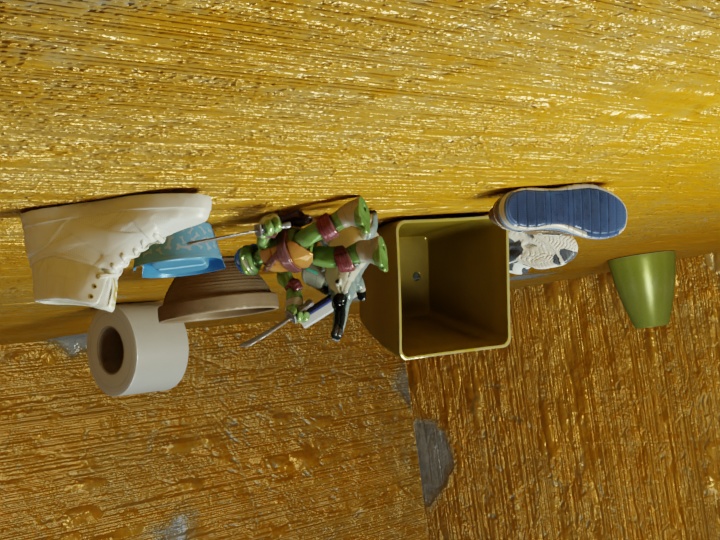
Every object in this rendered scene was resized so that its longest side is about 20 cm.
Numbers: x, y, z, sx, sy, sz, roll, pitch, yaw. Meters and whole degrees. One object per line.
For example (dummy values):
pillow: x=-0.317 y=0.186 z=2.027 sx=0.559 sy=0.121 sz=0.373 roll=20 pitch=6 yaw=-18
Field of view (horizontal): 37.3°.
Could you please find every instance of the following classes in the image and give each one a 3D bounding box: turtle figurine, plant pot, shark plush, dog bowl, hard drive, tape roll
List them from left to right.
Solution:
tape roll: x=-0.494 y=0.171 z=2.358 sx=0.202 sy=0.204 sz=0.139 roll=-12 pitch=172 yaw=43
dog bowl: x=-0.235 y=-0.026 z=1.379 sx=0.111 sy=0.050 sz=0.200 roll=-7 pitch=176 yaw=-5
plant pot: x=-0.238 y=0.030 z=1.760 sx=0.200 sy=0.093 sz=0.201 roll=-7 pitch=176 yaw=-1
turtle figurine: x=-0.074 y=-0.004 z=1.298 sx=0.193 sy=0.145 sz=0.200 roll=-16 pitch=-177 yaw=15
hard drive: x=-0.013 y=0.032 z=1.931 sx=0.200 sy=0.025 sz=0.132 roll=-33 pitch=-178 yaw=11
shark plush: x=-0.003 y=0.004 z=1.399 sx=0.090 sy=0.201 sz=0.083 roll=-18 pitch=133 yaw=15
plant pot: x=0.097 y=0.018 z=1.639 sx=0.199 sy=0.201 sz=0.176 roll=-5 pitch=-175 yaw=-29
plant pot: x=0.802 y=0.059 z=2.992 sx=0.186 sy=0.201 sz=0.187 roll=-7 pitch=175 yaw=-1

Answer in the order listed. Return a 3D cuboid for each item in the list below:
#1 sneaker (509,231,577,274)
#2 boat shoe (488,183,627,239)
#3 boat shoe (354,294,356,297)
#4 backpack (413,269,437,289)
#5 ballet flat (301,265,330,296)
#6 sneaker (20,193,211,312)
sneaker: x=0.298 y=-0.036 z=1.880 sx=0.198 sy=0.080 sz=0.129 roll=-10 pitch=176 yaw=28
boat shoe: x=0.265 y=-0.081 z=1.442 sx=0.199 sy=0.073 sz=0.072 roll=6 pitch=175 yaw=-22
boat shoe: x=-0.005 y=0.000 z=1.799 sx=0.074 sy=0.087 sz=0.202 roll=-5 pitch=175 yaw=-29
backpack: x=0.139 y=0.023 z=1.843 sx=0.163 sy=0.154 sz=0.200 roll=29 pitch=174 yaw=2
ballet flat: x=-0.074 y=0.005 z=1.981 sx=0.063 sy=0.068 sz=0.200 roll=21 pitch=177 yaw=6
sneaker: x=-0.247 y=-0.016 z=1.111 sx=0.199 sy=0.116 sz=0.074 roll=-9 pitch=173 yaw=2
